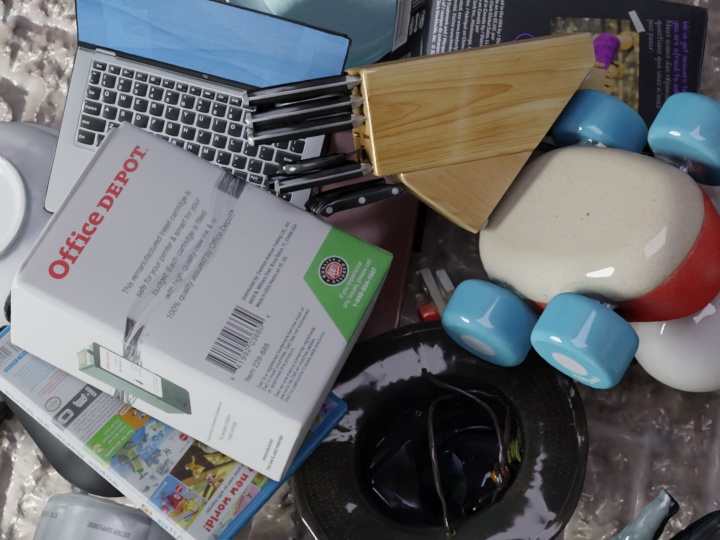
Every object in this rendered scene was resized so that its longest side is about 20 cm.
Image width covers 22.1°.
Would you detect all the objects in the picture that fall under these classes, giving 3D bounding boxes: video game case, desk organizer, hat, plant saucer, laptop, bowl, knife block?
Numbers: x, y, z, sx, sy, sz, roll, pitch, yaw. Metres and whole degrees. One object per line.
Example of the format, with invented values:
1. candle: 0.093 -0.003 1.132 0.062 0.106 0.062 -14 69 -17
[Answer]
1. video game case: -0.128 0.075 1.192 0.200 0.018 0.143 38 59 10
2. desk organizer: 0.000 0.000 1.338 0.077 0.072 0.201 8 74 8
3. hat: 0.055 0.129 1.243 0.200 0.081 0.201 -3 68 8
4. plant saucer: -0.026 -0.249 1.392 0.200 0.027 0.201 10 109 31
5. laptop: -0.118 -0.098 1.262 0.187 0.116 0.201 15 106 -2
6. bowl: -0.282 -0.033 1.378 0.200 0.090 0.202 -2 72 7
7. knife block: 0.028 -0.113 1.182 0.175 0.064 0.200 36 89 -14

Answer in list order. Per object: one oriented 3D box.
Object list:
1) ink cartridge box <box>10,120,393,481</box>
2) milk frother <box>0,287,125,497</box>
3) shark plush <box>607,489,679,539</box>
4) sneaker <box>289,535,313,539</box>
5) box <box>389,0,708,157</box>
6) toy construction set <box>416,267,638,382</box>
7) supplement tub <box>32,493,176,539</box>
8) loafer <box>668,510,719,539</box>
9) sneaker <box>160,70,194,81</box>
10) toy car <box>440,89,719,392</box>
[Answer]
1. ink cartridge box: -0.102 0.017 1.170 0.200 0.084 0.146 27 58 3
2. milk frother: -0.178 0.098 1.293 0.180 0.200 0.188 -33 72 -32
3. shark plush: 0.125 0.218 1.181 0.200 0.083 0.091 -33 37 20
4. sneaker: -0.019 0.247 1.257 0.129 0.080 0.199 38 81 19
5. box: 0.127 -0.142 1.297 0.199 0.122 0.106 8 88 -11
6. toy construction set: 0.140 0.016 1.300 0.199 0.092 0.131 -22 86 6
7. supplement tub: -0.185 0.262 1.252 0.122 0.123 0.201 12 74 12
8. loafer: 0.192 0.249 1.236 0.072 0.073 0.200 42 91 9
9. sneaker: -0.121 -0.111 1.354 0.079 0.131 0.201 -6 70 17
10. toy car: 0.190 0.015 1.190 0.177 0.200 0.185 9 63 54
